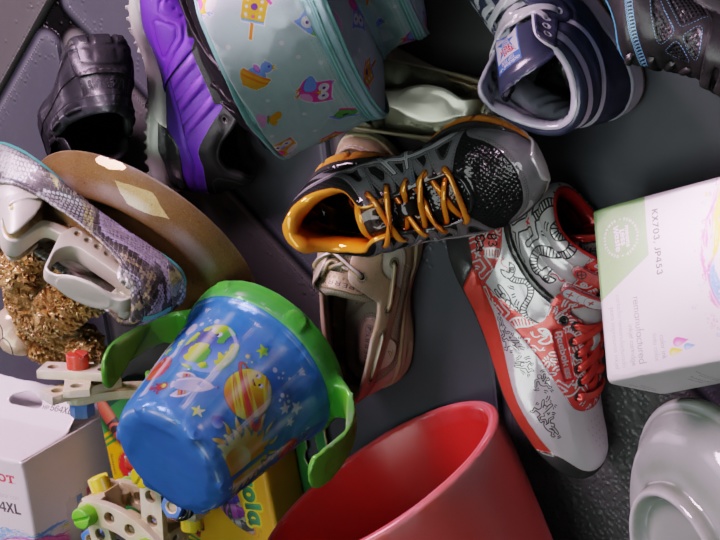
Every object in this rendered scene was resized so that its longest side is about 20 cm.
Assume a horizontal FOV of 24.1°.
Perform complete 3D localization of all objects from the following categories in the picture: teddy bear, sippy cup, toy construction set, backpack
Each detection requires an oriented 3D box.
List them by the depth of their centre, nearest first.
[{"bbox_3d":[-0.041,-0.182,1.078,0.152,0.176,0.201,-14,58,12],"label":"backpack"},{"bbox_3d":[-0.100,0.098,1.211,0.177,0.130,0.140,-14,115,46],"label":"sippy cup"},{"bbox_3d":[-0.180,0.147,1.328,0.130,0.092,0.201,8,123,29],"label":"toy construction set"},{"bbox_3d":[-0.258,0.025,1.348,0.145,0.067,0.200,45,156,-17],"label":"teddy bear"}]

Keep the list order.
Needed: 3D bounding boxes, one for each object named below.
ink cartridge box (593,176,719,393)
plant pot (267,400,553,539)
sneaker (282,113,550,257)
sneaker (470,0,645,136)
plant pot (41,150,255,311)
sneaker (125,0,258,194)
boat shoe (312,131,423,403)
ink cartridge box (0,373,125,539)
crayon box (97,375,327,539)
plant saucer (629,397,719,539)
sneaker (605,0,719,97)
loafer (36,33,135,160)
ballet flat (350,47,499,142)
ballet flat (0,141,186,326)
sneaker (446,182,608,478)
[{"bbox_3d":[0.247,0.000,1.030,0.199,0.067,0.118,-15,70,36],"label":"ink cartridge box"},{"bbox_3d":[0.058,0.221,1.208,0.200,0.200,0.178,-25,104,37],"label":"plant pot"},{"bbox_3d":[0.034,-0.045,1.109,0.199,0.077,0.079,-13,107,37],"label":"sneaker"},{"bbox_3d":[0.092,-0.170,1.067,0.200,0.108,0.070,51,127,6],"label":"sneaker"},{"bbox_3d":[-0.171,-0.013,1.293,0.199,0.028,0.201,25,151,15],"label":"plant pot"},{"bbox_3d":[-0.109,-0.151,1.241,0.099,0.070,0.202,7,116,24],"label":"sneaker"},{"bbox_3d":[0.000,0.000,1.223,0.072,0.065,0.201,13,115,29],"label":"boat shoe"},{"bbox_3d":[-0.285,0.197,1.453,0.128,0.125,0.201,6,112,32],"label":"ink cartridge box"},{"bbox_3d":[-0.116,0.155,1.372,0.199,0.051,0.128,0,108,33],"label":"crayon box"},{"bbox_3d":[0.224,0.185,1.096,0.200,0.050,0.201,50,149,44],"label":"plant saucer"},{"bbox_3d":[0.205,-0.140,1.021,0.082,0.073,0.200,-43,72,18],"label":"sneaker"},{"bbox_3d":[-0.206,-0.108,1.272,0.201,0.068,0.071,127,136,-66],"label":"loafer"},{"bbox_3d":[0.018,-0.122,1.162,0.199,0.069,0.070,13,115,28],"label":"ballet flat"},{"bbox_3d":[-0.218,-0.024,1.218,0.200,0.072,0.072,34,124,14],"label":"ballet flat"},{"bbox_3d":[0.143,0.040,1.143,0.108,0.067,0.202,-25,91,40],"label":"sneaker"}]
